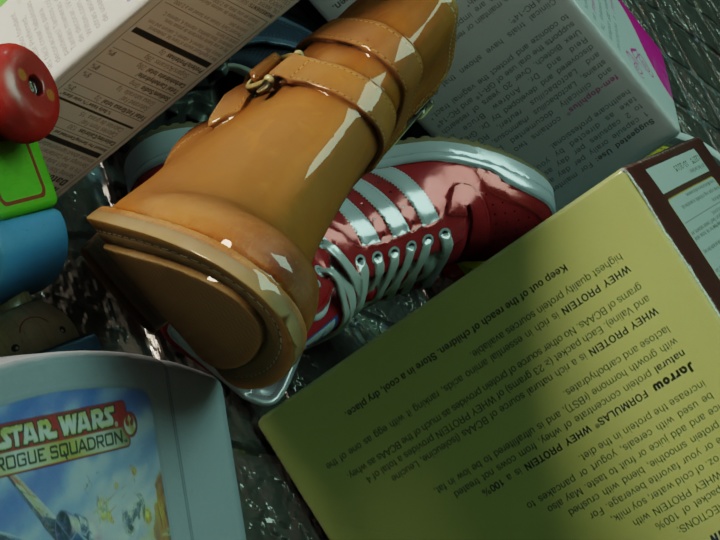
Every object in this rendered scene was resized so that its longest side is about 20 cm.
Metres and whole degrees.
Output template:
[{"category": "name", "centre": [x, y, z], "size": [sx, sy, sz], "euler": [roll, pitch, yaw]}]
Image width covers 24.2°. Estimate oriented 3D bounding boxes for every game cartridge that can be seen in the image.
[{"category": "game cartridge", "centre": [-0.094, 0.092, 0.490], "size": [0.200, 0.041, 0.134], "euler": [-6, 91, -62]}]

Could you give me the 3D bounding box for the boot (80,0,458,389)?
[{"category": "boot", "centre": [-0.016, -0.038, 0.586], "size": [0.077, 0.155, 0.200], "euler": [49, -11, -8]}]

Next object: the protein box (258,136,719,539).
[{"category": "protein box", "centre": [0.106, 0.085, 0.715], "size": [0.201, 0.198, 0.135], "euler": [57, 26, 6]}]

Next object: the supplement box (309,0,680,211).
[{"category": "supplement box", "centre": [0.059, -0.132, 0.833], "size": [0.200, 0.103, 0.101], "euler": [45, 23, -20]}]

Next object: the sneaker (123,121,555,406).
[{"category": "sneaker", "centre": [0.000, 0.000, 0.725], "size": [0.199, 0.071, 0.113], "euler": [3, 51, -19]}]

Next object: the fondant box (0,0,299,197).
[{"category": "fondant box", "centre": [-0.091, -0.142, 0.644], "size": [0.058, 0.200, 0.145], "euler": [21, 41, -53]}]

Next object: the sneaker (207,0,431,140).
[{"category": "sneaker", "centre": [-0.011, -0.071, 0.840], "size": [0.202, 0.077, 0.147], "euler": [32, 27, -34]}]

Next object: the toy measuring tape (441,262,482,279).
[{"category": "toy measuring tape", "centre": [0.074, -0.036, 0.980], "size": [0.074, 0.073, 0.200], "euler": [54, 15, -2]}]

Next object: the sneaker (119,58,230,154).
[{"category": "sneaker", "centre": [-0.110, -0.148, 0.750], "size": [0.071, 0.097, 0.202], "euler": [-6, 94, -53]}]

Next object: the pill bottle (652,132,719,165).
[{"category": "pill bottle", "centre": [0.151, 0.022, 0.949], "size": [0.112, 0.112, 0.201], "euler": [42, 46, -26]}]

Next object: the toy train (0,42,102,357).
[{"category": "toy train", "centre": [-0.155, 0.003, 0.505], "size": [0.200, 0.084, 0.116], "euler": [-25, 94, -65]}]
